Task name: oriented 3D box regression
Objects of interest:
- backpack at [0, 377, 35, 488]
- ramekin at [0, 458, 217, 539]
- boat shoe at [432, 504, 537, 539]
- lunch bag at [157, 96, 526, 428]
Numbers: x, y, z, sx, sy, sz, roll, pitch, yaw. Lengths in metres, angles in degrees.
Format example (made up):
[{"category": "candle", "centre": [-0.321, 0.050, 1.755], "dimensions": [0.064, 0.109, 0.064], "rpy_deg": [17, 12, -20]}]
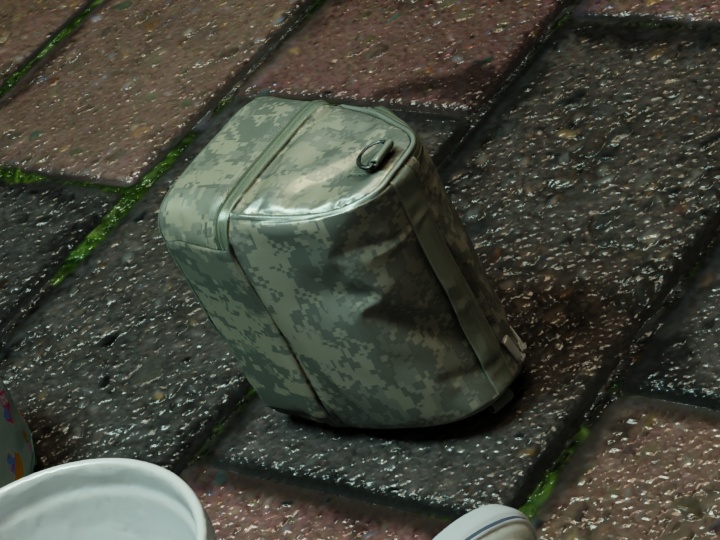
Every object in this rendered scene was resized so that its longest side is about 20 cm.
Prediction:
[{"category": "backpack", "centre": [-0.317, 0.114, 1.485], "dimensions": [0.198, 0.154, 0.176], "rpy_deg": [-15, 28, 0]}, {"category": "ramekin", "centre": [-0.161, 0.211, 1.293], "dimensions": [0.198, 0.106, 0.201], "rpy_deg": [-16, 34, 11]}, {"category": "boat shoe", "centre": [0.047, 0.210, 1.201], "dimensions": [0.086, 0.075, 0.202], "rpy_deg": [15, 51, 44]}, {"category": "lunch bag", "centre": [0.000, 0.000, 1.413], "dimensions": [0.167, 0.201, 0.139], "rpy_deg": [10, 47, 44]}]
